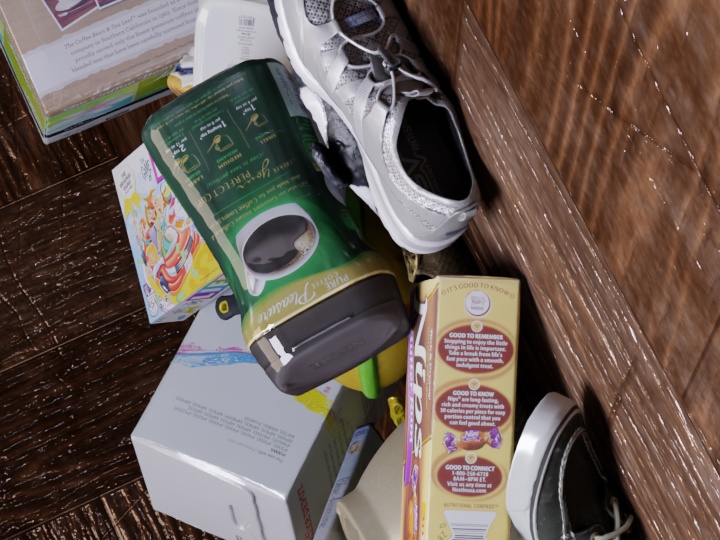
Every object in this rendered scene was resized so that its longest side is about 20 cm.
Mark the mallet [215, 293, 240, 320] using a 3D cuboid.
[{"bbox_3d":[-0.061,0.004,1.870,0.200,0.041,0.066,-5,95,58],"label":"mallet"}]

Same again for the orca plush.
[{"bbox_3d":[0.011,-0.120,1.540,0.105,0.071,0.201,-9,-105,-52],"label":"orca plush"}]

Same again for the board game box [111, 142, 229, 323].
[{"bbox_3d":[-0.122,-0.054,1.929,0.200,0.034,0.135,-34,67,52],"label":"board game box"}]

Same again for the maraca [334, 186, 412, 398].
[{"bbox_3d":[0.000,0.000,1.699,0.200,0.107,0.137,84,179,-47],"label":"maraca"}]

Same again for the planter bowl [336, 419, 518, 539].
[{"bbox_3d":[0.066,0.187,1.716,0.200,0.134,0.201,156,90,-81],"label":"planter bowl"}]

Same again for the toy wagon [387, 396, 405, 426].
[{"bbox_3d":[0.080,0.175,1.923,0.155,0.039,0.200,80,164,-59],"label":"toy wagon"}]

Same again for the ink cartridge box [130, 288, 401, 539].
[{"bbox_3d":[-0.074,0.111,2.009,0.144,0.200,0.145,20,153,15],"label":"ink cartridge box"}]

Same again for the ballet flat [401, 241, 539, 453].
[{"bbox_3d":[0.069,0.050,1.614,0.067,0.046,0.200,98,147,-73],"label":"ballet flat"}]

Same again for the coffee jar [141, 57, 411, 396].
[{"bbox_3d":[-0.051,-0.026,1.557,0.200,0.104,0.085,63,-173,12],"label":"coffee jar"}]

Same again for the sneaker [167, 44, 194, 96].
[{"bbox_3d":[-0.053,-0.134,1.782,0.200,0.088,0.075,29,170,36],"label":"sneaker"}]

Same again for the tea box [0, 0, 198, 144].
[{"bbox_3d":[-0.187,-0.207,1.968,0.197,0.199,0.134,144,102,-82],"label":"tea box"}]

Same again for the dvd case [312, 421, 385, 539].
[{"bbox_3d":[0.017,0.222,1.813,0.143,0.018,0.200,56,-152,-20],"label":"dvd case"}]

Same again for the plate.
[{"bbox_3d":[-0.069,-0.111,1.674,0.199,0.032,0.201,19,109,59],"label":"plate"}]

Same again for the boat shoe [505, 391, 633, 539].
[{"bbox_3d":[0.133,0.151,1.474,0.064,0.071,0.200,20,143,27],"label":"boat shoe"}]

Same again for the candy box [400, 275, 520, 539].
[{"bbox_3d":[0.060,0.105,1.517,0.117,0.056,0.201,163,109,-83],"label":"candy box"}]

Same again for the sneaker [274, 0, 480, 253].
[{"bbox_3d":[0.021,-0.111,1.456,0.200,0.075,0.082,60,157,-2],"label":"sneaker"}]
